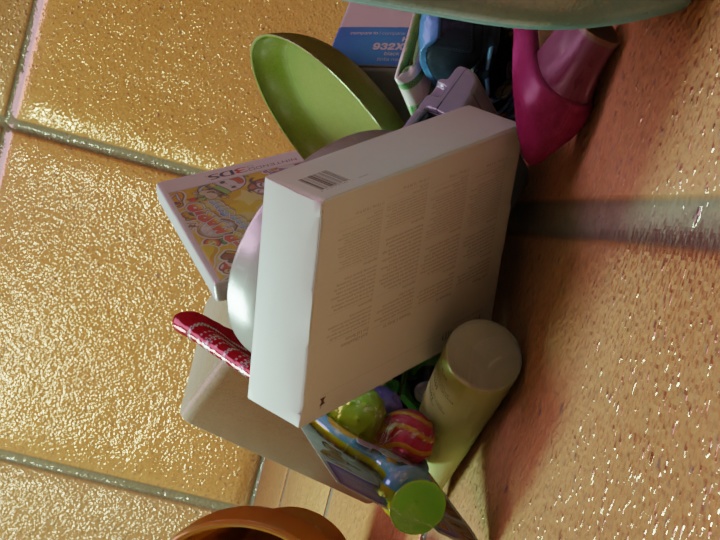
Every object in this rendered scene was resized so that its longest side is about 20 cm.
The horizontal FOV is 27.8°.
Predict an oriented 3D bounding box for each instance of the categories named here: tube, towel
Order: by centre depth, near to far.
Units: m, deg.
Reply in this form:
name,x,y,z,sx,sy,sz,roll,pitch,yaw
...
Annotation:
name,x,y,z,sx,sy,sz,roll,pitch,yaw
tube,0.062,0.099,1.002,0.058,0.052,0.200,-45,-12,-25
towel,-0.045,0.094,1.142,0.144,0.200,0.023,30,-91,-53
towel,0.068,-0.132,1.169,0.200,0.023,0.153,71,-154,-48

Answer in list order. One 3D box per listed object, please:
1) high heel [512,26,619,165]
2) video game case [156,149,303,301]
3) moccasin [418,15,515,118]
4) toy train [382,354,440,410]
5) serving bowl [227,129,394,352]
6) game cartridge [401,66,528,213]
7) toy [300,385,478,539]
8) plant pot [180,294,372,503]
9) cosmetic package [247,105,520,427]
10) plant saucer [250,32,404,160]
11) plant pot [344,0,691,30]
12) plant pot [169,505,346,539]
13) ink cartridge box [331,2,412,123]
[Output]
name,x,y,z,sx,sy,sz,roll,pitch,yaw
high heel,0.115,-0.155,0.968,0.200,0.067,0.096,-92,27,-58
video game case,-0.070,-0.049,1.291,0.200,0.181,0.023,-127,27,-54
moccasin,0.098,-0.151,1.110,0.200,0.068,0.081,3,-92,-73
toy train,0.052,0.047,1.181,0.056,0.042,0.200,-28,29,27
serving bowl,0.000,0.000,1.071,0.066,0.200,0.201,40,126,35
game cartridge,0.041,-0.026,1.009,0.200,0.041,0.133,-54,-33,-11
toy,0.015,0.109,0.959,0.047,0.115,0.200,-57,21,9
plant pot,-0.028,0.056,1.345,0.177,0.199,0.200,-57,14,28
cosmetic package,0.018,-0.008,0.914,0.200,0.052,0.151,-23,-53,-46
plant saucer,-0.013,-0.118,1.183,0.031,0.200,0.200,-42,-4,-16
plant pot,0.088,-0.224,0.764,0.196,0.199,0.197,-99,23,-75
plant pot,-0.082,0.297,1.313,0.183,0.199,0.201,-30,-44,-76
ink cartridge box,0.050,-0.197,1.271,0.145,0.083,0.201,67,-146,-48
